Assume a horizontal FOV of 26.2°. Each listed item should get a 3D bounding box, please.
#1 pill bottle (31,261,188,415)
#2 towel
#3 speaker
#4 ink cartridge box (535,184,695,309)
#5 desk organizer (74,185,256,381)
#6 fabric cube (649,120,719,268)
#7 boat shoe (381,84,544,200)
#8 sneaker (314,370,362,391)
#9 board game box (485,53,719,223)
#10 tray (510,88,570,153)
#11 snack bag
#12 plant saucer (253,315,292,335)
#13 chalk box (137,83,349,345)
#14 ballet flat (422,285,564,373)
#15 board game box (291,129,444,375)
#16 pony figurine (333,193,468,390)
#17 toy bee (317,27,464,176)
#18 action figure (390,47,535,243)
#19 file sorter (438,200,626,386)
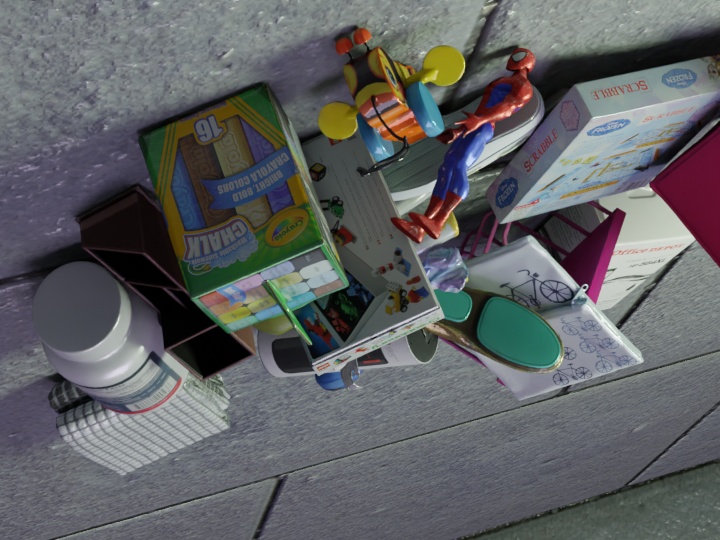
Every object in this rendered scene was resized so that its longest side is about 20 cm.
[{"bbox_3d":[-0.248,0.064,1.527,0.118,0.121,0.200,-20,159,2],"label":"pill bottle"},{"bbox_3d":[-0.252,0.154,1.810,0.164,0.086,0.200,-24,158,6],"label":"towel"},{"bbox_3d":[-0.013,0.072,1.734,0.198,0.082,0.081,-7,168,30],"label":"speaker"},{"bbox_3d":[0.286,-0.025,1.847,0.145,0.085,0.200,-7,157,-30],"label":"ink cartridge box"},{"bbox_3d":[-0.177,0.017,1.445,0.071,0.078,0.200,-25,139,15],"label":"desk organizer"},{"bbox_3d":[0.453,-0.103,1.559,0.200,0.197,0.199,-38,177,-40],"label":"fabric cube"},{"bbox_3d":[0.084,-0.109,1.461,0.198,0.074,0.067,-21,158,1],"label":"boat shoe"},{"bbox_3d":[-0.018,0.084,1.885,0.078,0.067,0.200,8,148,-30],"label":"sneaker"},{"bbox_3d":[0.249,-0.129,1.528,0.198,0.041,0.200,-15,159,-30],"label":"board game box"},{"bbox_3d":[0.233,-0.150,1.573,0.199,0.022,0.107,2,151,-45],"label":"tray"},{"bbox_3d":[0.172,0.053,1.636,0.188,0.022,0.200,-21,122,45],"label":"snack bag"},{"bbox_3d":[-0.027,0.019,1.644,0.198,0.031,0.200,-29,180,0],"label":"plant saucer"},{"bbox_3d":[-0.091,-0.029,1.318,0.122,0.202,0.125,-21,160,3],"label":"chalk box"},{"bbox_3d":[0.117,0.053,1.610,0.198,0.071,0.071,24,155,2],"label":"ballet flat"},{"bbox_3d":[-0.020,-0.023,1.390,0.125,0.202,0.035,-24,159,2],"label":"board game box"},{"bbox_3d":[0.000,0.000,1.488,0.198,0.195,0.167,-18,164,-6],"label":"pony figurine"},{"bbox_3d":[0.026,-0.153,1.292,0.130,0.110,0.200,-26,-175,-5],"label":"toy bee"},{"bbox_3d":[0.098,-0.117,1.365,0.201,0.052,0.065,-54,-170,-18],"label":"action figure"},{"bbox_3d":[0.175,0.003,1.708,0.125,0.140,0.200,31,142,-7],"label":"file sorter"}]
